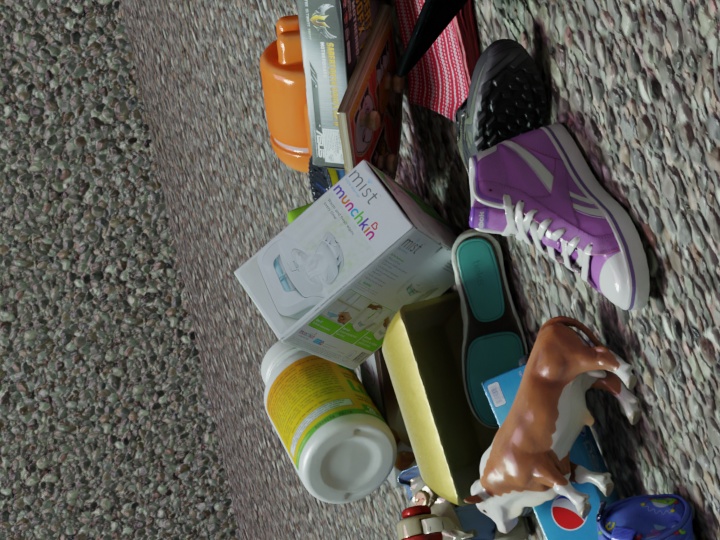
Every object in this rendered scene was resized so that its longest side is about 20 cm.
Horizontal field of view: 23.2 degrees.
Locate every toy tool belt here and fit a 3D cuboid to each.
[{"bbox_3d":[0.094,0.237,1.880,0.199,0.124,0.124,13,-119,-54],"label":"toy tool belt"}]

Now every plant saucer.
[{"bbox_3d":[0.088,0.128,1.772,0.200,0.048,0.202,-12,-96,-65],"label":"plant saucer"}]

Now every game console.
[{"bbox_3d":[0.068,-0.290,1.470,0.200,0.115,0.177,117,134,-70],"label":"game console"}]

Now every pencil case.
[{"bbox_3d":[0.251,0.287,1.479,0.078,0.086,0.202,11,120,48],"label":"pencil case"}]

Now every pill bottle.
[{"bbox_3d":[-0.043,0.157,1.951,0.200,0.110,0.112,-124,22,-53],"label":"pill bottle"}]

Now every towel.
[{"bbox_3d":[0.075,-0.215,1.721,0.200,0.022,0.146,-140,37,-66],"label":"towel"}]

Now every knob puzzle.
[{"bbox_3d":[0.025,-0.141,1.815,0.219,0.030,0.222,6,-90,-75],"label":"knob puzzle"}]

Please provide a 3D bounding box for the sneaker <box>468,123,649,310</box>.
[{"bbox_3d":[0.153,-0.031,1.443,0.073,0.113,0.201,90,157,-45],"label":"sneaker"}]

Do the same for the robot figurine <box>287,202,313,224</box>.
[{"bbox_3d":[-0.025,0.006,2.164,0.176,0.115,0.201,90,158,-52],"label":"robot figurine"}]

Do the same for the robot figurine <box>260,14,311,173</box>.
[{"bbox_3d":[-0.056,-0.201,2.057,0.143,0.116,0.201,29,137,40],"label":"robot figurine"}]

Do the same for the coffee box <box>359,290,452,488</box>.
[{"bbox_3d":[0.065,0.129,1.960,0.080,0.113,0.201,-127,24,-56],"label":"coffee box"}]

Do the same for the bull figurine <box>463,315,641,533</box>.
[{"bbox_3d":[0.166,0.143,1.511,0.121,0.065,0.202,22,99,31],"label":"bull figurine"}]

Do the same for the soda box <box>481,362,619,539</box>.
[{"bbox_3d":[0.183,0.180,1.586,0.202,0.064,0.068,69,-161,5],"label":"soda box"}]

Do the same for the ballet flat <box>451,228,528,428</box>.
[{"bbox_3d":[0.129,0.054,1.755,0.069,0.069,0.202,-156,55,-72],"label":"ballet flat"}]

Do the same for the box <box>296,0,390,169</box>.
[{"bbox_3d":[-0.011,-0.229,1.800,0.159,0.048,0.201,-60,-29,-52],"label":"box"}]

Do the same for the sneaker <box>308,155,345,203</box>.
[{"bbox_3d":[-0.009,-0.051,1.896,0.066,0.078,0.201,42,144,44],"label":"sneaker"}]

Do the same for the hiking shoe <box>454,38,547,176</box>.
[{"bbox_3d":[0.112,-0.134,1.557,0.201,0.075,0.101,87,157,-46],"label":"hiking shoe"}]

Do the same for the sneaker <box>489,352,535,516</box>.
[{"bbox_3d":[0.163,0.167,1.689,0.074,0.080,0.201,-126,24,-52],"label":"sneaker"}]

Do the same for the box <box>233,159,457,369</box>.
[{"bbox_3d":[0.000,0.000,1.768,0.097,0.176,0.200,53,-169,22],"label":"box"}]
